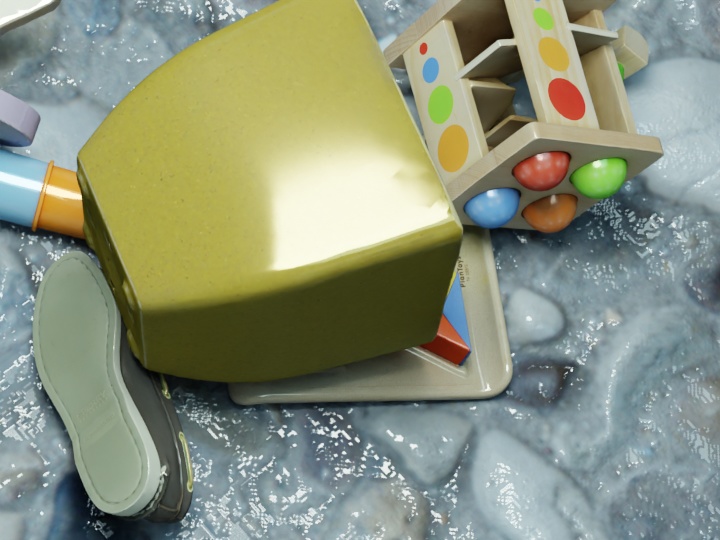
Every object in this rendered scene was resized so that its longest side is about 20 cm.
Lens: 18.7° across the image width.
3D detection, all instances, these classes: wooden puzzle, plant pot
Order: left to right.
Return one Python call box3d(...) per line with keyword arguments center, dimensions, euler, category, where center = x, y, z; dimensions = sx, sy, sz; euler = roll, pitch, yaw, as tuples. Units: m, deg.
box3d(center=(-0.071, -0.038, 1.397), dimensions=(0.199, 0.194, 0.196), euler=(-19, 70, -12), category="plant pot")
box3d(center=(0.000, 0.000, 1.520), dimensions=(0.199, 0.046, 0.186), euler=(-2, 65, -13), category="wooden puzzle")

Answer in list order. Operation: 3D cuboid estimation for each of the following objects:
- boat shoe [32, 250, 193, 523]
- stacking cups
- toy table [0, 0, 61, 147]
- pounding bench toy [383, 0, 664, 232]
box3d(center=(-0.163, 0.079, 1.439), dimensions=(0.061, 0.072, 0.202), euler=(28, 35, -50), category="boat shoe")
box3d(center=(-0.236, -0.061, 1.492), dimensions=(0.199, 0.061, 0.061), euler=(13, 62, -9), category="stacking cups")
box3d(center=(-0.301, -0.170, 1.476), dimensions=(0.199, 0.184, 0.118), euler=(19, 79, -12), category="toy table")
box3d(center=(0.145, -0.110, 1.558), dimensions=(0.199, 0.124, 0.157), euler=(3, 62, -38), category="pounding bench toy")
